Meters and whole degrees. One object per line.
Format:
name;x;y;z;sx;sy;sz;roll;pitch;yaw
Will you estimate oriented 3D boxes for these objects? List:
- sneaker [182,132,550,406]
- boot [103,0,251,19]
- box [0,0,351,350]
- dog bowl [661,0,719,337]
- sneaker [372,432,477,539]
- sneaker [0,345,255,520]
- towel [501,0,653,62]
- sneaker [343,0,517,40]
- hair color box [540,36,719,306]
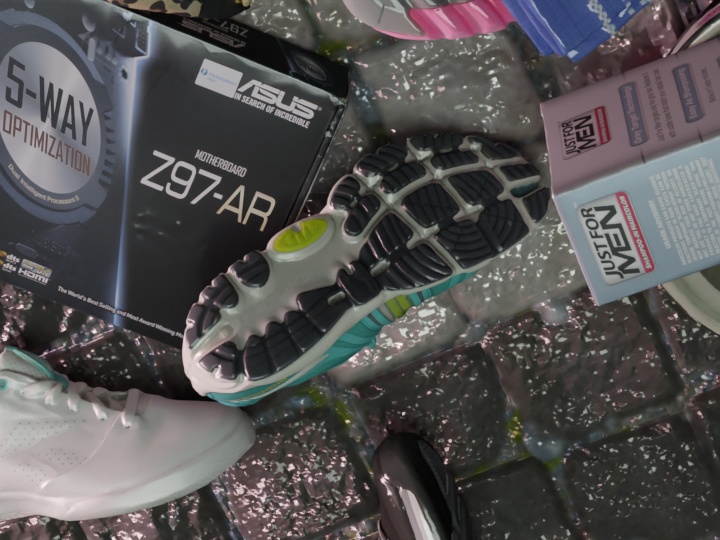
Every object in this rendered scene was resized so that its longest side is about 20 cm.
sneaker;0.000;0.000;1.060;0.200;0.080;0.078;-30;70;-10
boot;-0.034;-0.185;0.940;0.199;0.073;0.151;-5;140;-29
box;-0.125;-0.060;1.058;0.199;0.044;0.161;22;115;-10
dog bowl;0.224;-0.060;1.034;0.199;0.074;0.201;1;117;2
sneaker;0.014;0.185;1.161;0.115;0.075;0.201;-17;116;12
sneaker;-0.156;0.078;1.117;0.199;0.075;0.089;-8;104;7
towel;0.117;-0.201;0.905;0.200;0.024;0.145;-40;108;-2
sneaker;0.075;-0.174;0.964;0.200;0.095;0.079;-32;114;1
hair color box;0.182;-0.063;0.938;0.199;0.099;0.061;-19;115;11
